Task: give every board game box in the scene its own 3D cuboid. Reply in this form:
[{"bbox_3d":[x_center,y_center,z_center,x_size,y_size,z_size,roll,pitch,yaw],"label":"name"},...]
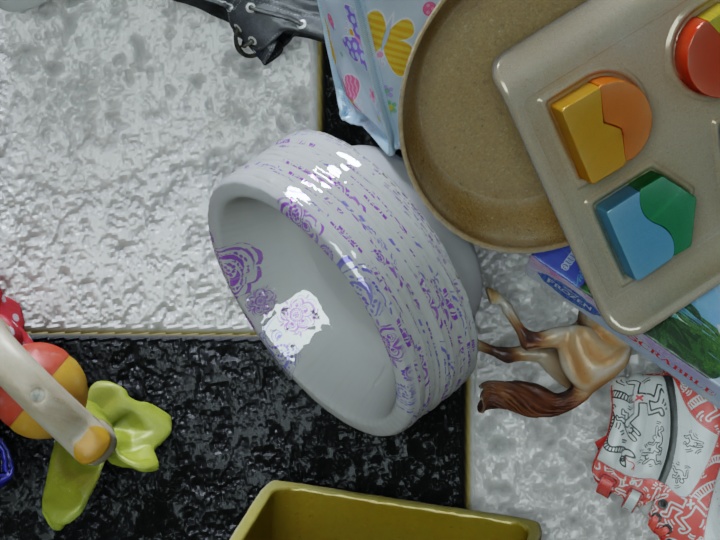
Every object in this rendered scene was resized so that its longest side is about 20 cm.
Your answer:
[{"bbox_3d":[0.244,-0.023,1.252,0.199,0.041,0.200,35,76,8],"label":"board game box"}]

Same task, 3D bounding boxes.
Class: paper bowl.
[{"bbox_3d":[0.000,0.000,1.262,0.104,0.201,0.201,-37,84,-25],"label":"paper bowl"}]

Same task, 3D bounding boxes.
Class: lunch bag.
[{"bbox_3d":[0.056,-0.195,1.224,0.169,0.127,0.200,-18,112,-14],"label":"lunch bag"}]

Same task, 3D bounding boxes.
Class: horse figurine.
[{"bbox_3d":[0.150,0.021,1.294,0.132,0.050,0.200,30,87,-6],"label":"horse figurine"}]

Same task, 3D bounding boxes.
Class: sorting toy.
[{"bbox_3d":[0.196,-0.084,1.181,0.185,0.036,0.200,-32,111,-10],"label":"sorting toy"}]

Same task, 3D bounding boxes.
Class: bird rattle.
[{"bbox_3d":[-0.218,0.072,1.320,0.113,0.163,0.200,-36,94,-9],"label":"bird rattle"}]

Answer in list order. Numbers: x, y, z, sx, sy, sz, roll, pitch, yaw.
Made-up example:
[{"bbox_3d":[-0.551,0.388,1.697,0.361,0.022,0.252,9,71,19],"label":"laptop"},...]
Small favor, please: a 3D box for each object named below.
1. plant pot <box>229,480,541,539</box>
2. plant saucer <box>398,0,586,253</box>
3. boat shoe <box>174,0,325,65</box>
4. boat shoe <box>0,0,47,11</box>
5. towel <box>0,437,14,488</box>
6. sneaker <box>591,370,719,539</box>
[{"bbox_3d":[0.003,0.277,1.268,0.194,0.196,0.200,8,109,10],"label":"plant pot"},{"bbox_3d":[0.108,-0.110,1.189,0.200,0.035,0.200,-9,114,-21],"label":"plant saucer"},{"bbox_3d":[-0.055,-0.173,1.329,0.200,0.070,0.066,10,91,2],"label":"boat shoe"},{"bbox_3d":[-0.185,-0.246,1.338,0.200,0.064,0.071,-28,58,10],"label":"boat shoe"},{"bbox_3d":[-0.326,0.115,1.333,0.200,0.050,0.148,-35,82,48],"label":"towel"},{"bbox_3d":[0.210,0.164,1.284,0.108,0.067,0.202,-2,87,11],"label":"sneaker"}]
